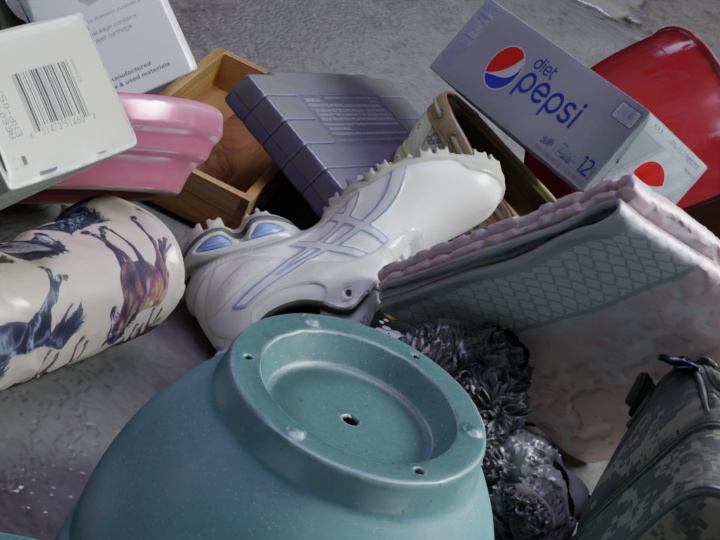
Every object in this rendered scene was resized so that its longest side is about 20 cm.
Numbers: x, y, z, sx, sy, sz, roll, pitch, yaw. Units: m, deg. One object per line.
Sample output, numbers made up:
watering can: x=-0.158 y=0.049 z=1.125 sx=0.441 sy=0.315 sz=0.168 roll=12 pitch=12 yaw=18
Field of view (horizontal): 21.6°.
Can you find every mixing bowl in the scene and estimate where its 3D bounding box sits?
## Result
mixing bowl: x=0.178 y=-0.060 z=1.288 sx=0.108 sy=0.200 sz=0.200 roll=-10 pitch=36 yaw=-13

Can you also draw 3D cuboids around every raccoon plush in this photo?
raccoon plush: x=0.020 y=0.107 z=0.983 sx=0.200 sy=0.097 sz=0.134 roll=-5 pitch=42 yaw=4

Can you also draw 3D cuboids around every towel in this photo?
towel: x=0.134 y=0.035 z=1.008 sx=0.191 sy=0.200 sz=0.032 roll=36 pitch=56 yaw=-26

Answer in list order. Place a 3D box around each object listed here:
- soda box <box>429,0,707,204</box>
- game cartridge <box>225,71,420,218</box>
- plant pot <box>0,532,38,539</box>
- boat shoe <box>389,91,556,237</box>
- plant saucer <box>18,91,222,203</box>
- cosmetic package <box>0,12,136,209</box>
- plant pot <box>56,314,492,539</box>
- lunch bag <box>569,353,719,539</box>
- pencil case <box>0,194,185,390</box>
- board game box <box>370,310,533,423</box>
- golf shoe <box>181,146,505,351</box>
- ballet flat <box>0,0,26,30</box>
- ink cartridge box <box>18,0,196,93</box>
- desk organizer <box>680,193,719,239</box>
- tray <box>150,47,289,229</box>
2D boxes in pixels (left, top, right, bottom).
soda box: x=0.127 y=-0.098 z=1.190 sx=0.068 sy=0.063 sz=0.200 roll=36 pitch=6 yaw=-38
game cartridge: x=0.001 y=-0.078 z=1.258 sx=0.130 sy=0.038 sz=0.200 roll=47 pitch=23 yaw=17
plant pot: x=-0.132 y=0.175 z=0.639 sx=0.200 sy=0.134 sz=0.200 roll=19 pitch=27 yaw=-10
boat shoe: x=0.103 y=-0.032 z=1.195 sx=0.200 sy=0.063 sz=0.073 roll=41 pitch=28 yaw=17
plant saucer: x=-0.177 y=-0.065 z=1.051 sx=0.200 sy=0.051 sz=0.201 roll=0 pitch=-1 yaw=0
cosmetic package: x=-0.219 y=-0.049 z=0.908 sx=0.104 sy=0.200 sz=0.073 roll=-29 pitch=97 yaw=-58
plant pot: x=-0.023 y=0.105 z=0.843 sx=0.200 sy=0.134 sz=0.200 roll=18 pitch=27 yaw=-10
lunch bag: x=0.203 y=0.146 z=0.923 sx=0.200 sy=0.139 sz=0.168 roll=36 pitch=28 yaw=-2
pencil case: x=-0.181 y=0.017 z=0.953 sx=0.089 sy=0.078 sz=0.200 roll=19 pitch=22 yaw=27
board game box: x=0.074 y=0.042 z=1.157 sx=0.200 sy=0.035 sz=0.126 roll=9 pitch=31 yaw=-27
golf shoe: x=0.000 y=0.000 z=1.082 sx=0.200 sy=0.078 sz=0.097 roll=-22 pitch=56 yaw=-6
ballet flat: x=-0.250 y=-0.162 z=1.242 sx=0.069 sy=0.070 sz=0.200 roll=3 pitch=33 yaw=-35
ink cartridge box: x=-0.185 y=-0.205 z=1.180 sx=0.083 sy=0.200 sz=0.147 roll=-25 pitch=14 yaw=-6
desk organizer: x=0.205 y=0.007 z=1.069 sx=0.072 sy=0.200 sz=0.077 roll=6 pitch=74 yaw=-31
tray: x=-0.091 y=-0.088 z=1.262 sx=0.099 sy=0.037 sz=0.200 roll=27 pitch=28 yaw=5
